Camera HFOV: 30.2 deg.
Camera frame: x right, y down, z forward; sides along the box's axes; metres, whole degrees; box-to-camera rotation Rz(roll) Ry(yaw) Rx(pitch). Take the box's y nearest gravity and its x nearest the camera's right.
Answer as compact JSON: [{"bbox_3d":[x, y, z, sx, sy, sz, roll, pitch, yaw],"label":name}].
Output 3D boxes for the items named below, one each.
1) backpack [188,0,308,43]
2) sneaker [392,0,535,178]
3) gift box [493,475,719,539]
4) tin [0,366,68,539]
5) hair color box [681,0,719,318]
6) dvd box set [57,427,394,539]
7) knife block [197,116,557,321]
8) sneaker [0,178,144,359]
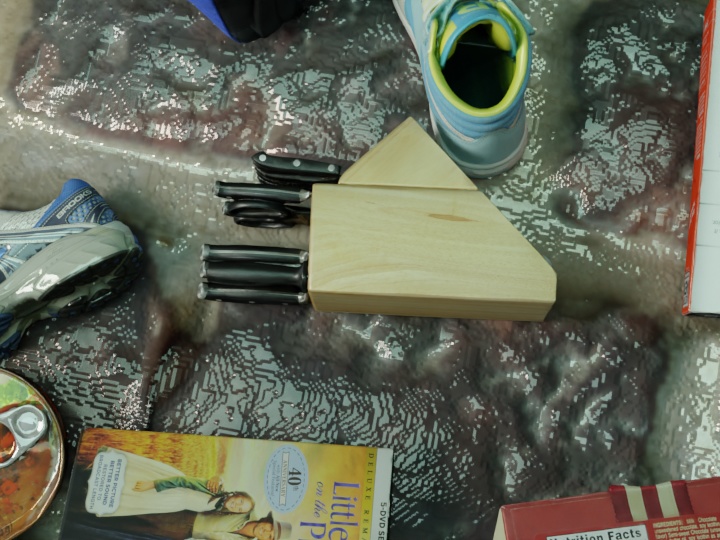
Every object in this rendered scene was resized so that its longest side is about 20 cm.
[{"bbox_3d":[-0.074,-0.258,0.834,0.162,0.200,0.168,-38,69,-4],"label":"backpack"},{"bbox_3d":[0.064,-0.170,0.842,0.079,0.131,0.202,-17,77,0],"label":"sneaker"},{"bbox_3d":[0.152,0.235,0.718,0.182,0.187,0.202,-3,62,-1],"label":"gift box"},{"bbox_3d":[-0.275,0.136,0.824,0.199,0.042,0.113,-31,94,-4],"label":"tin"},{"bbox_3d":[0.258,-0.068,0.829,0.100,0.061,0.202,6,87,9],"label":"hair color box"},{"bbox_3d":[-0.082,0.170,0.799,0.198,0.030,0.147,4,57,4],"label":"dvd box set"},{"bbox_3d":[0.000,0.000,0.841,0.175,0.064,0.200,-42,80,-6],"label":"knife block"},{"bbox_3d":[-0.241,0.007,0.852,0.199,0.077,0.086,-26,68,-11],"label":"sneaker"}]
